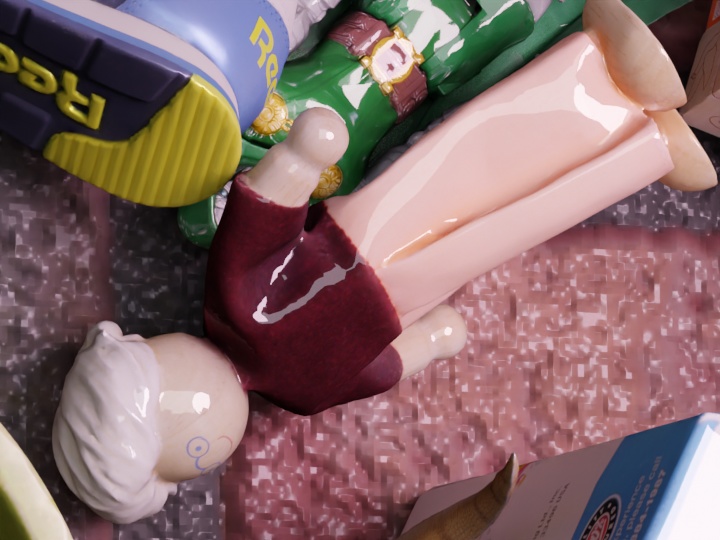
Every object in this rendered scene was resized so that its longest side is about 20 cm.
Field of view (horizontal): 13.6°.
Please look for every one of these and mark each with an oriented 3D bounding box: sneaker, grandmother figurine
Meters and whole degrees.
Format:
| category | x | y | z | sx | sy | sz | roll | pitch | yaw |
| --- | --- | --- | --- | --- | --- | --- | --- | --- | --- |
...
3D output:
| category | x | y | z | sx | sy | sz | roll | pitch | yaw |
| --- | --- | --- | --- | --- | --- | --- | --- | --- | --- |
| sneaker | -0.105 | -0.098 | 0.831 | 0.200 | 0.074 | 0.082 | 34 | 54 | 1 |
| grandmother figurine | 0.000 | 0.000 | 0.833 | 0.200 | 0.061 | 0.121 | -35 | 132 | -3 |

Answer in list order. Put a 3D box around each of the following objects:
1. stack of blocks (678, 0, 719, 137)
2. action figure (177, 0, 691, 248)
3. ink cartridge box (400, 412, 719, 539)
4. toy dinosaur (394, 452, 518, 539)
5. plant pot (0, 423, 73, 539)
| category | x | y | z | sx | sy | sz | roll | pitch | yaw |
| --- | --- | --- | --- | --- | --- | --- | --- | --- | --- |
| stack of blocks | 0.198 | -0.041 | 0.881 | 0.199 | 0.059 | 0.116 | 22 | 73 | -11 |
| action figure | 0.021 | -0.074 | 0.880 | 0.200 | 0.055 | 0.118 | -44 | 98 | -15 |
| ink cartridge box | 0.078 | 0.143 | 0.780 | 0.146 | 0.200 | 0.147 | 29 | 73 | -12 |
| toy dinosaur | -0.011 | 0.104 | 0.802 | 0.060 | 0.106 | 0.200 | 30 | 110 | -26 |
| plant pot | -0.175 | 0.111 | 0.710 | 0.199 | 0.190 | 0.201 | 3 | 79 | -16 |
